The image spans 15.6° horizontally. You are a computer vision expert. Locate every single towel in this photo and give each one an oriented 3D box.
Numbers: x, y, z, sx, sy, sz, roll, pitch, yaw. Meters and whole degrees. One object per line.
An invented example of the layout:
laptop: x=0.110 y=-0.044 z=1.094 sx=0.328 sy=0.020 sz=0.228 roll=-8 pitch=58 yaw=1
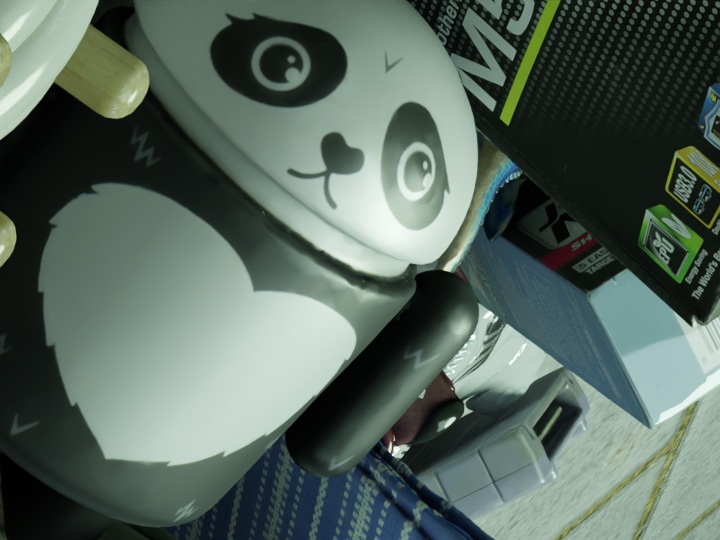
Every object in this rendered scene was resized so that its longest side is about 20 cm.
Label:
towel: x=-0.027 y=0.093 z=0.901 sx=0.024 sy=0.200 sz=0.145 roll=-12 pitch=129 yaw=-33

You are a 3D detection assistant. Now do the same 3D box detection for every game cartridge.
game cartridge: x=0.034 y=0.096 z=1.188 sx=0.130 sy=0.038 sz=0.200 roll=-32 pitch=180 yaw=12

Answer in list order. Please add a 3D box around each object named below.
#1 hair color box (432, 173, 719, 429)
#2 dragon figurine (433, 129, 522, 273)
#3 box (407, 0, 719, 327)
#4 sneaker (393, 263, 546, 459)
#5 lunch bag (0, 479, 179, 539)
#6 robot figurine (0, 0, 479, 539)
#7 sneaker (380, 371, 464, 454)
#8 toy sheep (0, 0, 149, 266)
hair color box: x=0.091 y=-0.022 z=0.954 sx=0.099 sy=0.200 sz=0.061 roll=-32 pitch=114 yaw=-9
dragon figurine: x=0.054 y=-0.051 z=0.898 sx=0.059 sy=0.200 sz=0.099 roll=-26 pitch=129 yaw=16
box: x=0.072 y=-0.113 z=0.738 sx=0.047 sy=0.193 sz=0.200 roll=-33 pitch=158 yaw=-37
sneaker: x=0.016 y=0.049 z=1.121 sx=0.200 sy=0.075 sz=0.115 roll=-48 pitch=159 yaw=-3
lunch bag: x=-0.138 y=0.152 z=0.860 sx=0.200 sy=0.118 sz=0.164 roll=22 pitch=115 yaw=-36
robot figurine: x=-0.055 y=-0.005 z=0.772 sx=0.200 sy=0.125 sz=0.150 roll=-47 pitch=155 yaw=15
sneaker: x=0.000 y=0.000 z=0.929 sx=0.076 sy=0.116 sz=0.200 roll=-35 pitch=158 yaw=-29
toy sheep: x=-0.110 y=-0.075 z=0.529 sx=0.138 sy=0.138 sz=0.200 roll=-37 pitch=167 yaw=-23
